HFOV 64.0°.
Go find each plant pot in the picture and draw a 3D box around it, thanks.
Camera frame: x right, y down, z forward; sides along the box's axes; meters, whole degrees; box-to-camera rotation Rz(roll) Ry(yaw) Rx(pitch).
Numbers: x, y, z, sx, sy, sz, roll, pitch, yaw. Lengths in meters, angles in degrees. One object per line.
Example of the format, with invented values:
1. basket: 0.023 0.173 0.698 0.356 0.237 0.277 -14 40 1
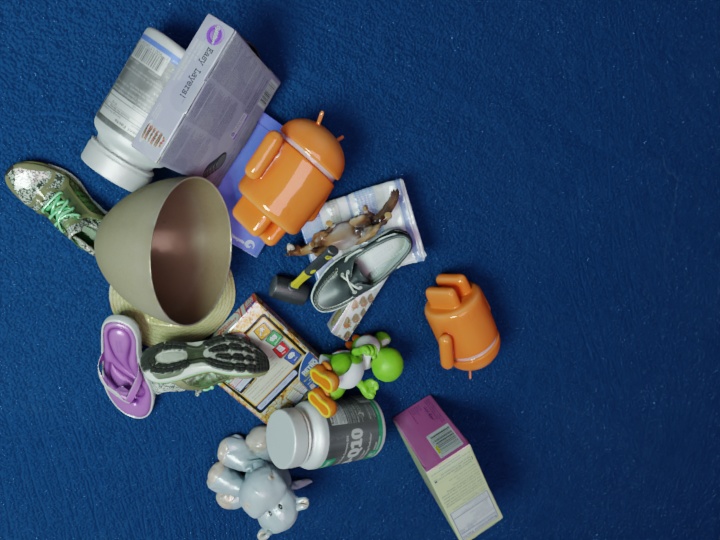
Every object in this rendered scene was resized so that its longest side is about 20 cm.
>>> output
1. plant pot: -0.286 -0.031 0.802 0.132 0.200 0.205 5 109 16

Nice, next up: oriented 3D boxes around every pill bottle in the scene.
1. pill bottle: -0.295 -0.218 0.802 0.113 0.114 0.202 31 96 -25
2. pill bottle: -0.060 0.285 1.015 0.197 0.112 0.115 4 107 -40

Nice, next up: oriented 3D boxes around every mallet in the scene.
1. mallet: -0.095 0.003 0.917 0.065 0.200 0.042 14 62 -17

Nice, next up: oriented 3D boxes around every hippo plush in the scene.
1. hippo plush: -0.180 0.399 1.013 0.158 0.161 0.202 -32 114 -7

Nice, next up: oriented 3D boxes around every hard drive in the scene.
1. hard drive: -0.170 -0.140 0.919 0.131 0.025 0.202 30 95 -25

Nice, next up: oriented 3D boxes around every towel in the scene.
1. towel: 0.002 -0.058 0.977 0.196 0.024 0.150 -17 100 -2

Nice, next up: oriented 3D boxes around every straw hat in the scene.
1. straw hat: -0.292 0.051 0.905 0.197 0.085 0.206 -6 109 -17

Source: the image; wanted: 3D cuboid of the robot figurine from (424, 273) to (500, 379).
1. robot figurine: 0.190 0.103 1.072 0.115 0.145 0.202 -22 115 14

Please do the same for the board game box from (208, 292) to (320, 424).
1. board game box: -0.167 0.163 1.005 0.151 0.046 0.200 -43 115 -1

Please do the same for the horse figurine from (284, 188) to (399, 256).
1. horse figurine: -0.023 -0.063 0.915 0.197 0.133 0.051 -24 85 -13

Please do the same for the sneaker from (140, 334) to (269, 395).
1. sneaker: -0.246 0.160 0.922 0.195 0.078 0.090 2 133 -15

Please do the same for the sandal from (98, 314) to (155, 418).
1. sandal: -0.380 0.163 0.911 0.080 0.050 0.206 3 120 3

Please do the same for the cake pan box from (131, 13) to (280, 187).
1. cake pan box: -0.199 -0.221 0.787 0.052 0.184 0.202 33 96 7

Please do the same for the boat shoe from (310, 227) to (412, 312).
1. boat shoe: 0.000 0.000 0.943 0.199 0.060 0.076 -42 100 2

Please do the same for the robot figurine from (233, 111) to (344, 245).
1. robot figurine: -0.101 -0.138 0.859 0.143 0.117 0.201 38 93 -20

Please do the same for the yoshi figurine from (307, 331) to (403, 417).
1. yoshi figurine: 0.006 0.174 1.000 0.199 0.111 0.114 -29 95 -45

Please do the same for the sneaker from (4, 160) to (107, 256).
1. sneaker: -0.410 -0.079 0.820 0.199 0.089 0.077 40 92 -25

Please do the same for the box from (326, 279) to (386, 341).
1. box: 0.009 0.029 1.028 0.038 0.041 0.202 30 96 -24

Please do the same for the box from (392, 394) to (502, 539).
1. box: 0.167 0.382 1.120 0.095 0.176 0.203 -28 114 -7
